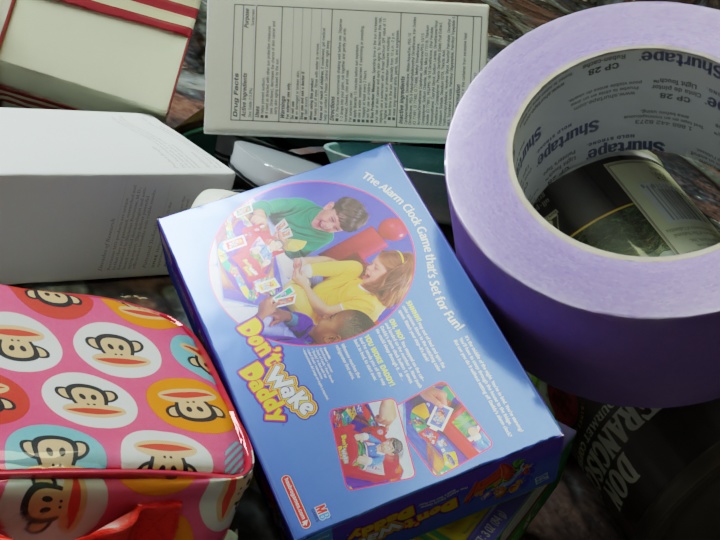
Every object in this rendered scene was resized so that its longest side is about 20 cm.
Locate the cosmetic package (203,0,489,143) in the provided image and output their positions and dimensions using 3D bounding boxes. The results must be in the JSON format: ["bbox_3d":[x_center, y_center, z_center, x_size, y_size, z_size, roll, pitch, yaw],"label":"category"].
[{"bbox_3d":[-0.012,-0.146,0.942,0.199,0.104,0.087,3,7,-4],"label":"cosmetic package"}]

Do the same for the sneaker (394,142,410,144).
[{"bbox_3d":[0.080,-0.144,1.131,0.087,0.075,0.200,3,5,19],"label":"sneaker"}]

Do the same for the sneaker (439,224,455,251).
[{"bbox_3d":[0.098,-0.008,0.919,0.200,0.082,0.077,29,3,-26],"label":"sneaker"}]

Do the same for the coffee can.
[{"bbox_3d":[0.168,0.048,0.739,0.146,0.147,0.200,1,44,-38],"label":"coffee can"}]

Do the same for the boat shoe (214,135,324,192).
[{"bbox_3d":[-0.078,-0.059,0.949,0.073,0.068,0.199,15,6,-23],"label":"boat shoe"}]

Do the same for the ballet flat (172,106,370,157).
[{"bbox_3d":[-0.068,-0.132,1.063,0.199,0.073,0.068,-7,-31,30],"label":"ballet flat"}]

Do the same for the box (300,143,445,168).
[{"bbox_3d":[0.063,-0.084,1.104,0.159,0.046,0.200,0,5,41],"label":"box"}]

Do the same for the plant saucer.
[{"bbox_3d":[0.072,-0.056,0.880,0.199,0.036,0.200,7,11,-1],"label":"plant saucer"}]

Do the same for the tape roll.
[{"bbox_3d":[0.145,-0.037,0.660,0.199,0.085,0.201,-5,55,8],"label":"tape roll"}]

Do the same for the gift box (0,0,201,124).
[{"bbox_3d":[-0.219,-0.210,0.993,0.186,0.185,0.200,16,-17,-10],"label":"gift box"}]

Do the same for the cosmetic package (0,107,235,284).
[{"bbox_3d":[-0.196,-0.052,0.852,0.199,0.081,0.113,-5,30,-44],"label":"cosmetic package"}]

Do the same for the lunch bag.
[{"bbox_3d":[-0.149,0.077,0.566,0.199,0.082,0.176,7,24,-29],"label":"lunch bag"}]

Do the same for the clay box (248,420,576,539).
[{"bbox_3d":[-0.001,0.083,0.686,0.199,0.048,0.115,27,38,19],"label":"clay box"}]

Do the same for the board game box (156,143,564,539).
[{"bbox_3d":[-0.006,0.037,0.645,0.134,0.045,0.200,-19,54,-13],"label":"board game box"}]

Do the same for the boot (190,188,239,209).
[{"bbox_3d":[0.000,0.000,0.821,0.144,0.073,0.200,11,-1,27],"label":"boot"}]
